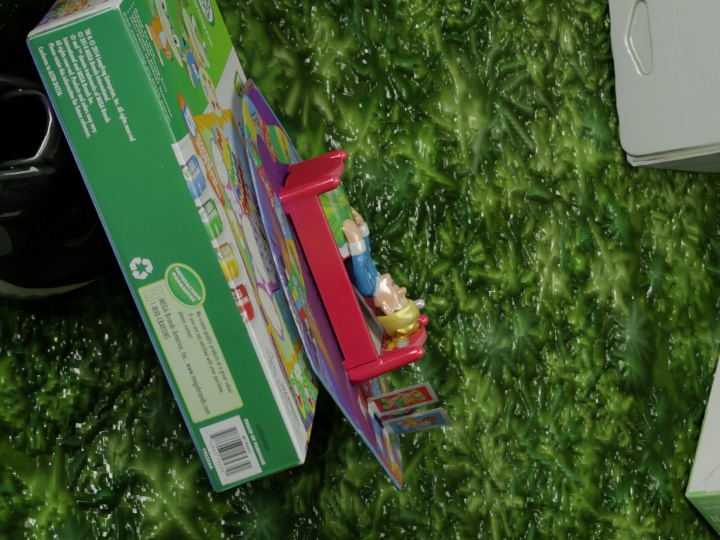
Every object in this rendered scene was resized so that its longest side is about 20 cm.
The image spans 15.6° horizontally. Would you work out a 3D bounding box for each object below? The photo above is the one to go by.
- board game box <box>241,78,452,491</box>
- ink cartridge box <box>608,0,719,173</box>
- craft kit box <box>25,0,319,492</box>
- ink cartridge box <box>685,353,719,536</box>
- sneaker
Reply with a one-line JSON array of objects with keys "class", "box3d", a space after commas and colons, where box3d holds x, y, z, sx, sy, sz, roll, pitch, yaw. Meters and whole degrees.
[{"class": "board game box", "box3d": [0.000, 0.000, 1.185, 0.200, 0.039, 0.159, 58, 15, -58]}, {"class": "ink cartridge box", "box3d": [0.235, -0.135, 1.561, 0.199, 0.087, 0.147, 1, 83, -51]}, {"class": "craft kit box", "box3d": [-0.069, -0.035, 1.105, 0.198, 0.048, 0.201, -88, 158, -73]}, {"class": "ink cartridge box", "box3d": [0.280, 0.142, 1.574, 0.200, 0.067, 0.118, 48, 47, -34]}, {"class": "sneaker", "box3d": [-0.139, -0.038, 1.049, 0.199, 0.087, 0.076, 16, 69, -50]}]
